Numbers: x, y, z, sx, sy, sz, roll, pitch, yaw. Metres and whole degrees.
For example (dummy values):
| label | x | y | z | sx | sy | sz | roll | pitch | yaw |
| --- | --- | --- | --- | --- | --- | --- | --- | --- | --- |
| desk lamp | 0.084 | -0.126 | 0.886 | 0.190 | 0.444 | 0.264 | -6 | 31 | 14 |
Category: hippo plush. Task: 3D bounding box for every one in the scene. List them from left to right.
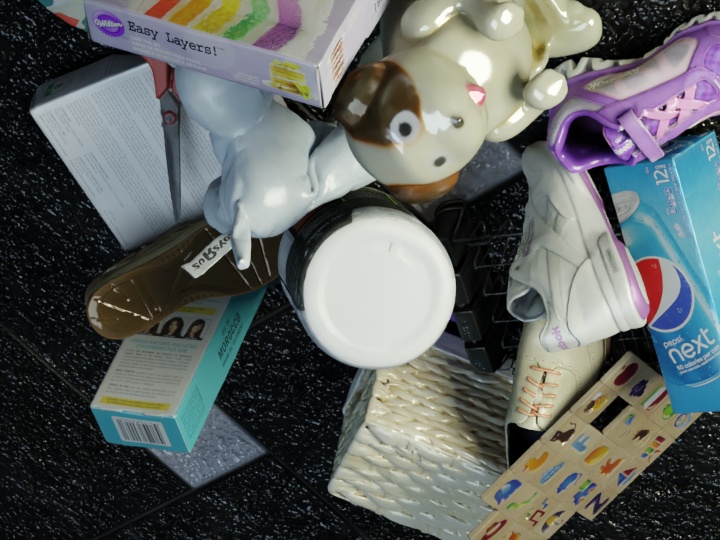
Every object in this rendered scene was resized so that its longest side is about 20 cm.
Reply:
| label | x | y | z | sx | sy | sz | roll | pitch | yaw |
| --- | --- | --- | --- | --- | --- | --- | --- | --- | --- |
| hippo plush | -0.092 | -0.111 | 1.647 | 0.159 | 0.200 | 0.161 | -8 | 112 | 55 |

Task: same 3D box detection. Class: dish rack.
| label | x | y | z | sx | sy | sz | roll | pitch | yaw |
| --- | --- | --- | --- | --- | --- | --- | --- | --- | --- |
| dish rack | 0.161 | 0.014 | 1.711 | 0.200 | 0.055 | 0.154 | -4 | 124 | 25 |

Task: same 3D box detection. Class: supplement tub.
| label | x | y | z | sx | sy | sz | roll | pitch | yaw |
| --- | --- | --- | --- | --- | --- | --- | --- | --- | --- |
| supplement tub | 0.000 | 0.000 | 1.670 | 0.122 | 0.200 | 0.123 | -1 | 100 | -7 |

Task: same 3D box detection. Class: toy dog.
| label | x | y | z | sx | sy | sz | roll | pitch | yaw |
| --- | --- | --- | --- | --- | --- | --- | --- | --- | --- |
| toy dog | 0.054 | -0.145 | 1.503 | 0.194 | 0.200 | 0.140 | -5 | 129 | 30 |

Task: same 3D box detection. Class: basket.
| label | x | y | z | sx | sy | sz | roll | pitch | yaw |
| --- | --- | --- | --- | --- | --- | --- | --- | --- | --- |
| basket | 0.081 | 0.151 | 1.835 | 0.200 | 0.123 | 0.136 | 23 | 139 | -2 |

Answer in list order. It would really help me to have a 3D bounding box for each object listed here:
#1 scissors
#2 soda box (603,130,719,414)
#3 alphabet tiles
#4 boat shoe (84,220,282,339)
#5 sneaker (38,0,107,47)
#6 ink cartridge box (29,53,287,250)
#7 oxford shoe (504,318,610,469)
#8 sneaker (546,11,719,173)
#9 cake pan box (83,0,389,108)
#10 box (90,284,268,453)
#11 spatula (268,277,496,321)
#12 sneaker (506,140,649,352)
| label | x | y | z | sx | sy | sz | roll | pitch | yaw |
| --- | --- | --- | --- | --- | --- | --- | --- | --- | --- |
| scissors | -0.158 | -0.136 | 1.705 | 0.073 | 0.014 | 0.200 | 16 | 116 | 3 |
| soda box | 0.249 | 0.003 | 1.597 | 0.064 | 0.068 | 0.200 | -8 | 105 | 41 |
| alphabet tiles | 0.178 | 0.160 | 1.731 | 0.008 | 0.200 | 0.167 | 50 | -172 | 33 |
| boat shoe | -0.139 | -0.010 | 1.787 | 0.200 | 0.065 | 0.071 | -21 | 113 | -5 |
| sneaker | -0.198 | -0.254 | 1.614 | 0.093 | 0.070 | 0.200 | 26 | 141 | -8 |
| ink cartridge box | -0.148 | -0.115 | 1.764 | 0.200 | 0.050 | 0.161 | -20 | 123 | 18 |
| oxford shoe | 0.152 | 0.090 | 1.687 | 0.071 | 0.074 | 0.200 | 14 | 129 | 16 |
| sneaker | 0.214 | -0.119 | 1.535 | 0.200 | 0.089 | 0.081 | -16 | 122 | 36 |
| cake pan box | -0.068 | -0.218 | 1.492 | 0.184 | 0.200 | 0.052 | 20 | 147 | 15 |
| box | -0.150 | 0.059 | 1.808 | 0.082 | 0.200 | 0.049 | 5 | 138 | 22 |
| spatula | 0.018 | 0.019 | 1.811 | 0.200 | 0.021 | 0.057 | 4 | 131 | 10 |
| sneaker | 0.142 | -0.021 | 1.590 | 0.100 | 0.200 | 0.075 | -27 | 133 | 8 |
